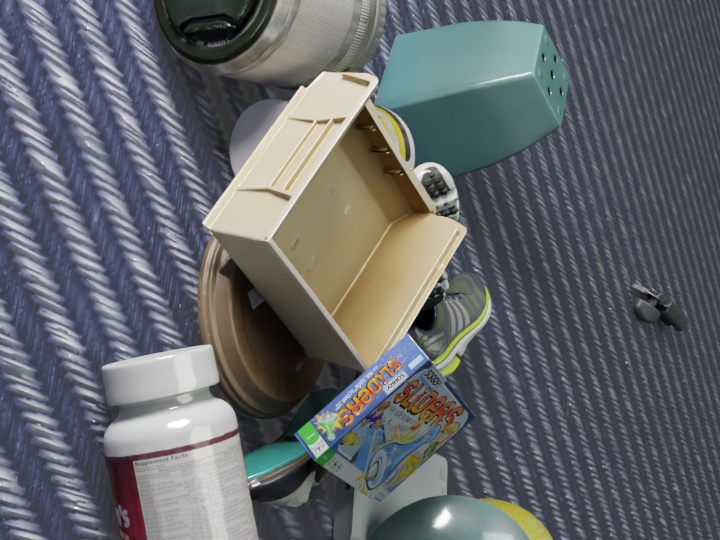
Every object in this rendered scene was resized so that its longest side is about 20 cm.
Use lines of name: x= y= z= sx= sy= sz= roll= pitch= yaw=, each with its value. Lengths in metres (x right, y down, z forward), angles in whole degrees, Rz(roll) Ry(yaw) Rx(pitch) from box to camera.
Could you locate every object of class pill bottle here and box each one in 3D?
pill bottle: x=-0.145 y=0.167 z=0.945 sx=0.109 sy=0.109 sz=0.203 roll=-12 pitch=91 yaw=-59
pill bottle: x=-0.037 y=-0.118 z=1.203 sx=0.199 sy=0.113 sz=0.116 roll=-3 pitch=84 yaw=-59

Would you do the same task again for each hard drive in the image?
hard drive: x=0.037 y=0.251 z=1.307 sx=0.200 sy=0.026 sz=0.134 roll=32 pitch=55 yaw=-51

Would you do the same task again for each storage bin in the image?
storage bin: x=-0.013 y=-0.043 z=1.077 sx=0.199 sy=0.093 sz=0.201 roll=-57 pitch=133 yaw=-23

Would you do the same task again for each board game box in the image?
board game box: x=0.029 y=0.145 z=1.112 sx=0.035 sy=0.135 sz=0.200 roll=48 pitch=-1 yaw=28

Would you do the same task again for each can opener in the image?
can opener: x=0.553 y=0.079 z=2.207 sx=0.200 sy=0.053 sz=0.067 roll=35 pitch=85 yaw=-51

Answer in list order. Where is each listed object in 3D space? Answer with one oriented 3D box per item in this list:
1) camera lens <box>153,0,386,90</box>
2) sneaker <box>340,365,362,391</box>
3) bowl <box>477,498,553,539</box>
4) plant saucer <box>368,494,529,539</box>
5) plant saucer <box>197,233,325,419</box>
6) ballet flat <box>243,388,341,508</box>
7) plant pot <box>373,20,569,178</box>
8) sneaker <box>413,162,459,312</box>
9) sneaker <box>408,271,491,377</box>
camera lens: x=-0.084 y=-0.257 z=1.117 sx=0.199 sy=0.158 sz=0.162 roll=-2 pitch=84 yaw=-59
sneaker: x=0.005 y=0.075 z=1.230 sx=0.074 sy=0.087 sz=0.203 roll=10 pitch=71 yaw=-19
bowl: x=0.202 y=0.383 z=1.465 sx=0.199 sy=0.107 sz=0.203 roll=22 pitch=64 yaw=-55
plant saucer: x=0.092 y=0.334 z=1.215 sx=0.039 sy=0.199 sz=0.203 roll=-109 pitch=-177 yaw=-80
plant saucer: x=-0.083 y=0.038 z=1.114 sx=0.199 sy=0.029 sz=0.203 roll=16 pitch=72 yaw=-57
ballet flat: x=-0.059 y=0.183 z=1.126 sx=0.200 sy=0.072 sz=0.074 roll=-40 pitch=116 yaw=-58
plant pot: x=0.145 y=-0.216 z=1.450 sx=0.142 sy=0.198 sz=0.142 roll=52 pitch=42 yaw=-38
sneaker: x=0.057 y=-0.044 z=1.277 sx=0.201 sy=0.074 sz=0.081 roll=96 pitch=-27 yaw=-47
sneaker: x=0.101 y=0.053 z=1.427 sx=0.082 sy=0.073 sz=0.200 roll=63 pitch=33 yaw=-21
